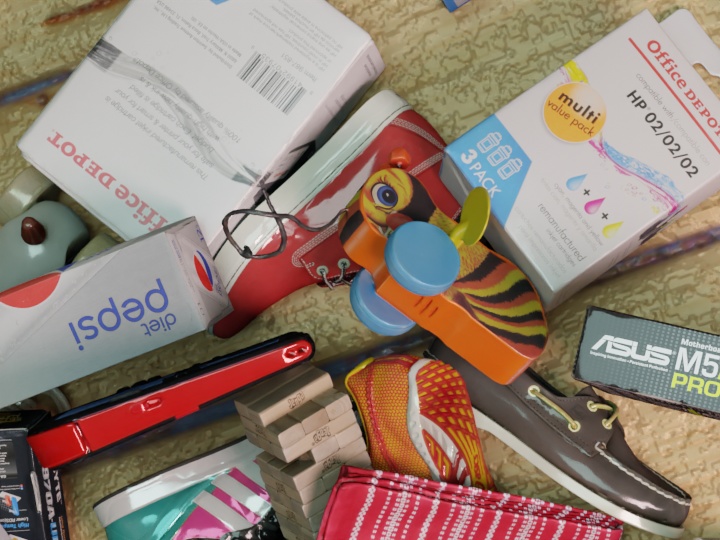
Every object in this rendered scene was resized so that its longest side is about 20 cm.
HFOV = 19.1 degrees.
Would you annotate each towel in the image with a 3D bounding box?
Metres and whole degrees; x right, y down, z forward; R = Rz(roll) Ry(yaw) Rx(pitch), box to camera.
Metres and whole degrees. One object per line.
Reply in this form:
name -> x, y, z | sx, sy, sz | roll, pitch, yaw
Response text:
towel -> 0.056, 0.201, 1.311 | 0.200, 0.022, 0.145 | 12, 104, -21

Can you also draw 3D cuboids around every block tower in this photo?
block tower -> -0.015, 0.160, 1.325 | 0.058, 0.054, 0.200 | -29, 114, -22

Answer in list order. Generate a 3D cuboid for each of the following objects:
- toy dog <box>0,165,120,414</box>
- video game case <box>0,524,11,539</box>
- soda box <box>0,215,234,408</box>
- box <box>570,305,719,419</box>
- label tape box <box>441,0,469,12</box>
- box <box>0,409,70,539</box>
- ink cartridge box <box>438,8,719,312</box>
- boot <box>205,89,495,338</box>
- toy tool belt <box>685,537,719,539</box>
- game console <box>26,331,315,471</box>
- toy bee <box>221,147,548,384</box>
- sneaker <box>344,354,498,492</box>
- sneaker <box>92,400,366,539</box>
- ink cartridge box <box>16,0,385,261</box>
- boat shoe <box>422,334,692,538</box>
toy dog -> -0.242, 0.025, 1.418 | 0.132, 0.096, 0.200 | 18, 89, 13
video game case -> -0.329, 0.177, 1.386 | 0.182, 0.023, 0.200 | -33, 95, 16
soda box -> -0.186, 0.034, 1.336 | 0.200, 0.063, 0.068 | -21, 95, 16
box -> 0.216, 0.066, 1.267 | 0.160, 0.200, 0.044 | 12, 87, 13
label tape box -> 0.065, -0.293, 1.403 | 0.143, 0.066, 0.200 | -32, 77, 7
box -> -0.294, 0.178, 1.416 | 0.200, 0.046, 0.159 | -5, 103, 12
ink cartridge box -> 0.163, -0.080, 1.336 | 0.200, 0.068, 0.115 | -35, 80, -9
boot -> 0.000, 0.000, 1.386 | 0.200, 0.072, 0.144 | -45, 80, 1
toy tool belt -> 0.222, 0.259, 1.287 | 0.125, 0.123, 0.200 | -10, 83, 11
game console -> -0.115, 0.073, 1.322 | 0.177, 0.200, 0.031 | -24, 91, -3
toy bee -> 0.033, -0.022, 1.298 | 0.131, 0.200, 0.109 | -22, 35, 40
sneaker -> 0.042, 0.141, 1.348 | 0.077, 0.073, 0.200 | 5, 114, 40
sneaker -> -0.061, 0.167, 1.375 | 0.200, 0.084, 0.121 | -23, 84, 5
ink cartridge box -> -0.103, -0.108, 1.402 | 0.145, 0.084, 0.200 | 38, 88, 11
boat shoe -> 0.126, 0.097, 1.348 | 0.201, 0.072, 0.061 | 31, 95, 15
